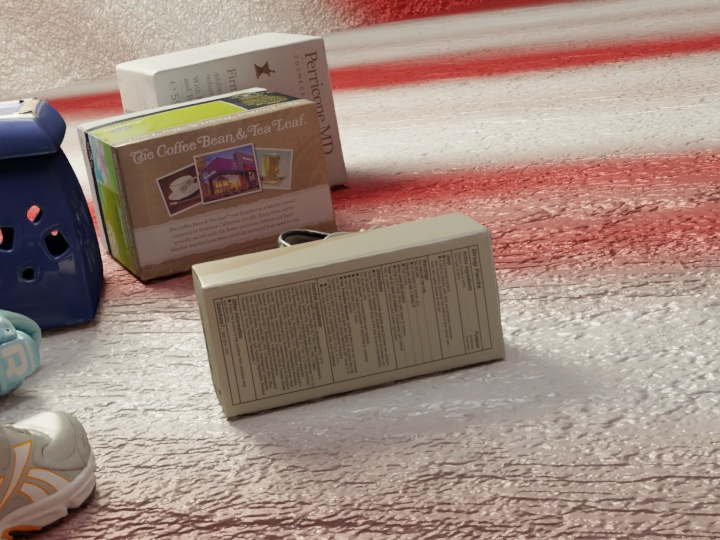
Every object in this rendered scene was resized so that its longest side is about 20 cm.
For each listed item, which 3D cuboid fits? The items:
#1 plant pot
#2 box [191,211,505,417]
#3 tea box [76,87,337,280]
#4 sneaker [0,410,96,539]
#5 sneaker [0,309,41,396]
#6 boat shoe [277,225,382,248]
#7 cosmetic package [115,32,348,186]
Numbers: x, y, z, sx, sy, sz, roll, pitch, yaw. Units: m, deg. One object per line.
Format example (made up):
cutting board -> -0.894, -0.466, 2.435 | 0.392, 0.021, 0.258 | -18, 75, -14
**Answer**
plant pot -> -0.338, -0.051, 1.377 | 0.198, 0.182, 0.200 | -8, 13, -6
box -> -0.008, 0.027, 1.068 | 0.198, 0.096, 0.078 | -10, 14, -10
tea box -> -0.153, -0.091, 1.530 | 0.198, 0.135, 0.197 | -14, 14, -17
sneaker -> -0.212, 0.107, 0.888 | 0.075, 0.093, 0.200 | -4, 15, 16
sneaker -> -0.279, 0.064, 1.135 | 0.081, 0.075, 0.200 | -12, 15, 3
boat shoe -> 0.002, -0.001, 1.215 | 0.073, 0.069, 0.199 | -18, 17, -30
cosmetic package -> -0.145, -0.163, 1.734 | 0.198, 0.169, 0.166 | -15, 15, -20
